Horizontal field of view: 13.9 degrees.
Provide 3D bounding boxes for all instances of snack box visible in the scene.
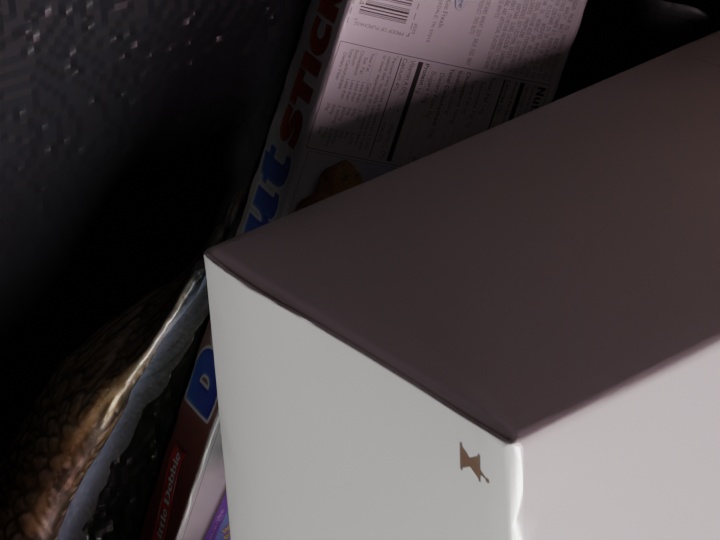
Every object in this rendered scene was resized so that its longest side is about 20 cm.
[{"bbox_3d":[0.000,0.000,0.813,0.072,0.024,0.201,9,108,-31],"label":"snack box"}]

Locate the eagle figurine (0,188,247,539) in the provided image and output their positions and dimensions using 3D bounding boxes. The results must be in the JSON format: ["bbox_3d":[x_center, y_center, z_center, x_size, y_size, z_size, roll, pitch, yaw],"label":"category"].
[{"bbox_3d":[-0.101,0.076,0.742,0.152,0.150,0.201,18,69,-81],"label":"eagle figurine"}]

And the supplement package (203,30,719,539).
[{"bbox_3d":[0.077,0.031,0.740,0.200,0.120,0.122,-24,126,-31],"label":"supplement package"}]

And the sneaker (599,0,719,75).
[{"bbox_3d":[0.092,-0.046,0.842,0.200,0.060,0.104,-49,134,-11],"label":"sneaker"}]
